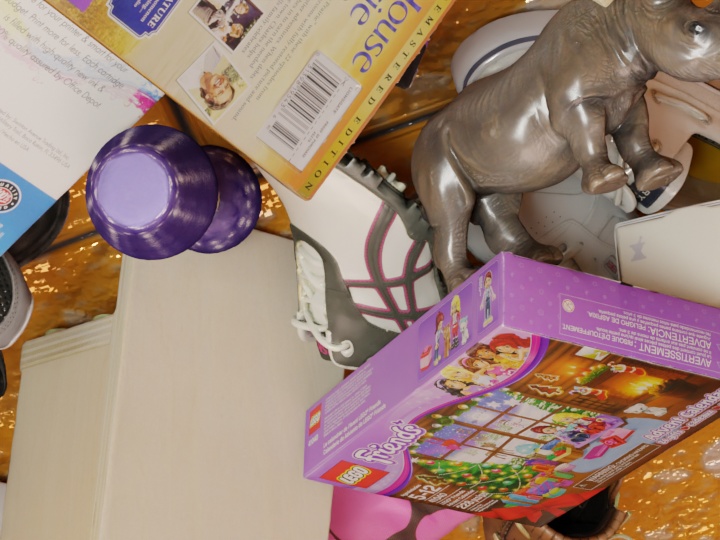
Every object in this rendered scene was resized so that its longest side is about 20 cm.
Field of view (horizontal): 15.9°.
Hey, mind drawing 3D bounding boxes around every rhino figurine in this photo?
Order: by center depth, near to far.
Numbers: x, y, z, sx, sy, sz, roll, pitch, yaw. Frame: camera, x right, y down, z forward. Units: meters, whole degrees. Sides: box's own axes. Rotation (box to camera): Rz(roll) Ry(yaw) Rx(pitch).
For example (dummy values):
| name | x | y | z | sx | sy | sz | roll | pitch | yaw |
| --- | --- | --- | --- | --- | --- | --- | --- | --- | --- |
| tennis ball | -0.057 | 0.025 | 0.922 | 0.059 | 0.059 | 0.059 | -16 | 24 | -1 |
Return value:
| name | x | y | z | sx | sy | sz | roll | pitch | yaw |
| --- | --- | --- | --- | --- | --- | --- | --- | --- | --- |
| rhino figurine | 0.100 | -0.073 | 1.132 | 0.200 | 0.088 | 0.060 | -38 | 157 | 27 |

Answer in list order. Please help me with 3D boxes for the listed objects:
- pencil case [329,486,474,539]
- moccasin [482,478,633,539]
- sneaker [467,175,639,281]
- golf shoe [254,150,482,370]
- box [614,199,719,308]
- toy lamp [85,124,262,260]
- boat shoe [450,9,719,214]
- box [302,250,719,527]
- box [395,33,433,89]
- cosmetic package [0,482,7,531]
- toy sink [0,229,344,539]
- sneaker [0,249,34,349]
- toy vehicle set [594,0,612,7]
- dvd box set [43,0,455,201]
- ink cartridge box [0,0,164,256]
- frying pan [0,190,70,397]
| name | x | y | z | sx | sy | sz | roll | pitch | yaw |
| --- | --- | --- | --- | --- | --- | --- | --- | --- | --- |
| pencil case | 0.039 | 0.089 | 1.356 | 0.200 | 0.091 | 0.094 | -36 | 105 | 27 |
| moccasin | 0.116 | 0.130 | 1.439 | 0.073 | 0.078 | 0.202 | 0 | 139 | -17 |
| sneaker | 0.120 | 0.005 | 1.276 | 0.075 | 0.100 | 0.199 | -36 | 135 | 26 |
| golf shoe | 0.000 | 0.000 | 1.222 | 0.088 | 0.077 | 0.200 | -47 | 130 | -4 |
| box | 0.205 | 0.019 | 1.272 | 0.082 | 0.069 | 0.200 | -13 | 164 | 31 |
| toy lamp | -0.080 | -0.032 | 1.116 | 0.058 | 0.059 | 0.200 | -20 | 177 | 6 |
| boat shoe | 0.131 | -0.062 | 1.222 | 0.199 | 0.070 | 0.071 | 19 | 130 | -35 |
| box | 0.076 | 0.061 | 1.196 | 0.136 | 0.039 | 0.200 | 14 | 151 | -22 |
| box | -0.027 | -0.164 | 1.014 | 0.199 | 0.036 | 0.144 | 17 | 104 | -42 |
| cosmetic package | -0.237 | 0.166 | 1.339 | 0.199 | 0.108 | 0.085 | 12 | 144 | -30 |
| toy sink | -0.094 | 0.085 | 1.274 | 0.130 | 0.202 | 0.112 | 15 | 162 | -34 |
| sneaker | -0.226 | -0.023 | 1.095 | 0.199 | 0.077 | 0.079 | 31 | 81 | -19 |
| toy vehicle set | 0.084 | -0.209 | 1.029 | 0.124 | 0.026 | 0.200 | -49 | 135 | 0 |
| dvd box set | -0.043 | -0.133 | 0.972 | 0.200 | 0.029 | 0.147 | 36 | 90 | -44 |
| ink cartridge box | -0.130 | -0.114 | 1.060 | 0.200 | 0.067 | 0.116 | -43 | 136 | 9 |
| frying pan | -0.175 | -0.014 | 1.209 | 0.114 | 0.031 | 0.190 | -23 | 141 | 14 |
